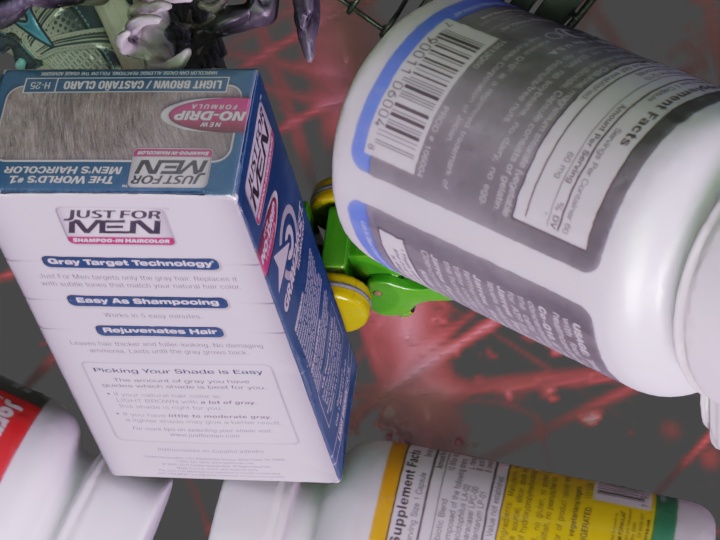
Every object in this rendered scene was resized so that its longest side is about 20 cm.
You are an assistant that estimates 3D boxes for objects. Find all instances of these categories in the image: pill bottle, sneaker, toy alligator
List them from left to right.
[{"bbox_3d":[-0.187,0.089,1.165,0.200,0.114,0.114,24,108,0],"label":"pill bottle"},{"bbox_3d":[-0.124,-0.113,1.124,0.086,0.078,0.200,-30,91,21],"label":"sneaker"},{"bbox_3d":[0.000,0.000,1.146,0.200,0.059,0.054,4,148,6],"label":"toy alligator"},{"bbox_3d":[0.038,0.132,1.147,0.200,0.113,0.113,11,108,4],"label":"pill bottle"},{"bbox_3d":[0.095,-0.022,1.024,0.200,0.114,0.114,27,113,39],"label":"pill bottle"}]

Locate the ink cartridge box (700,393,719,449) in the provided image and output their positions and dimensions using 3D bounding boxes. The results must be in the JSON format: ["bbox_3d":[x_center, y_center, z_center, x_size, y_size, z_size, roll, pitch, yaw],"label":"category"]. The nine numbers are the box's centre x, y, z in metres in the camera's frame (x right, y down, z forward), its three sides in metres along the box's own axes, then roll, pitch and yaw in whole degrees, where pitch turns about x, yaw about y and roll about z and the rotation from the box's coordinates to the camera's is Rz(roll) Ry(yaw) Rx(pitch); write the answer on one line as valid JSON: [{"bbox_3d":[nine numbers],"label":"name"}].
[{"bbox_3d":[0.220,0.016,1.041,0.085,0.200,0.146,-14,109,-33],"label":"ink cartridge box"}]

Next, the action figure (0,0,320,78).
[{"bbox_3d":[-0.083,-0.125,1.026,0.200,0.102,0.119,-13,89,0],"label":"action figure"}]

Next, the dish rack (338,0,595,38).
[{"bbox_3d":[0.013,-0.165,1.092,0.200,0.055,0.153,35,109,-4],"label":"dish rack"}]

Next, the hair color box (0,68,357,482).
[{"bbox_3d":[-0.068,0.006,1.059,0.100,0.061,0.200,1,146,12],"label":"hair color box"}]
